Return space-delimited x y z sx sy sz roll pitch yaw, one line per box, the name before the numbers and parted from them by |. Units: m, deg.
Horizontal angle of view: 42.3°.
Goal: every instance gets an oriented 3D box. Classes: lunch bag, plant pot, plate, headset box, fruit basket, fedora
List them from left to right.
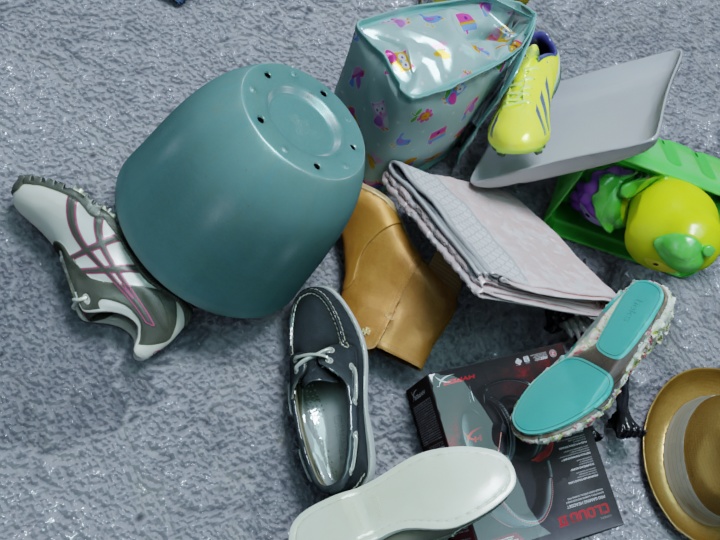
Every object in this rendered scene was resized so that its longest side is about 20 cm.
plant pot | -0.090 -0.084 0.823 0.200 0.161 0.201 25 43 -27
lunch bag | 0.078 -0.187 0.955 0.200 0.170 0.122 -24 71 -29
headset box | 0.146 0.186 0.882 0.148 0.075 0.201 -10 74 -17
plate | 0.232 -0.153 0.980 0.032 0.199 0.200 60 38 -26
fruit basket | 0.315 -0.053 0.995 0.215 0.156 0.216 13 51 -16
fedora | 0.391 0.191 0.969 0.200 0.082 0.201 7 68 -17

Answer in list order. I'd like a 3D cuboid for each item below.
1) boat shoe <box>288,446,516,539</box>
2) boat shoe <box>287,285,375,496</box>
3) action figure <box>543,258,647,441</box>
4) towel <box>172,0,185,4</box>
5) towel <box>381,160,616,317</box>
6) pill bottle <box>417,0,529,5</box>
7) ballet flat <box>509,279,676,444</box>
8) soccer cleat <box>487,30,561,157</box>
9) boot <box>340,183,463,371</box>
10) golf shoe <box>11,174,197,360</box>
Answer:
boat shoe | 0.039 0.212 0.807 0.201 0.060 0.072 -21 51 0
boat shoe | -0.030 0.105 0.849 0.075 0.060 0.201 -21 72 16
action figure | 0.246 0.073 0.955 0.118 0.102 0.201 -2 73 -16
towel | -0.248 -0.371 0.980 0.200 0.049 0.112 26 63 -8
towel | 0.136 -0.032 0.910 0.191 0.032 0.200 10 31 -38
pill bottle | 0.145 -0.332 1.020 0.109 0.200 0.110 7 68 -17
ballet flat | 0.221 0.094 0.855 0.200 0.064 0.076 -43 49 -9
soccer cleat | 0.169 -0.184 0.959 0.064 0.084 0.200 5 36 16
boot | 0.000 0.000 0.915 0.201 0.071 0.144 28 77 7
golf shoe | -0.238 -0.007 0.827 0.200 0.077 0.088 37 69 -3
